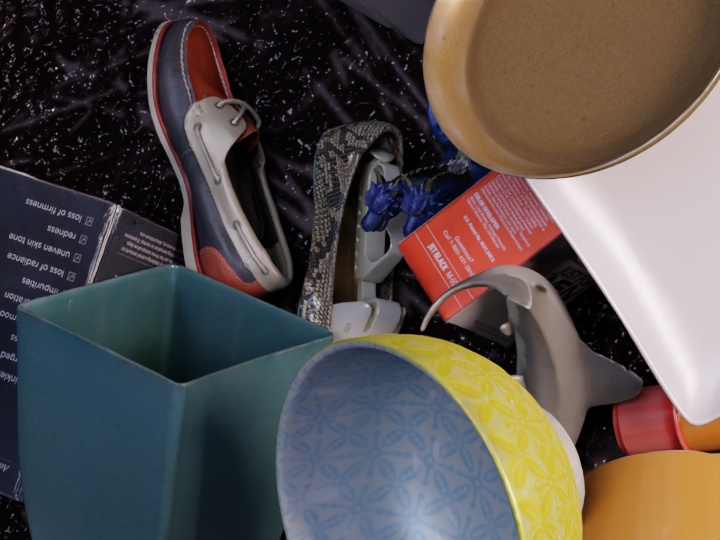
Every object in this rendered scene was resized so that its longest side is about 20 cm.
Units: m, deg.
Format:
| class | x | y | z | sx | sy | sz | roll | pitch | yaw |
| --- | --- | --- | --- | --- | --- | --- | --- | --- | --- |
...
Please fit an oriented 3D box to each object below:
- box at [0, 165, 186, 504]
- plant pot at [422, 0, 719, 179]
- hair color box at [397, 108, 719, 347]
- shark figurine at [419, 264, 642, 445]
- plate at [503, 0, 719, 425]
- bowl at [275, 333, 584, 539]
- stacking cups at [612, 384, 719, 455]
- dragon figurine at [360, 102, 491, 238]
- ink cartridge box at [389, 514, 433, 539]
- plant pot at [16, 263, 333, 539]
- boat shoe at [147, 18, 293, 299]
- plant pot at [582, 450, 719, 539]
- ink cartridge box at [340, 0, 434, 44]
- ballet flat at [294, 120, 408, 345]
| class | x | y | z | sx | sy | sz | roll | pitch | yaw |
| --- | --- | --- | --- | --- | --- | --- | --- | --- | --- |
| box | -0.238 | 0.038 | 1.470 | 0.199 | 0.124 | 0.198 | 17 | 85 | 29 |
| plant pot | 0.126 | -0.135 | 1.208 | 0.199 | 0.027 | 0.201 | -17 | 57 | 28 |
| hair color box | 0.132 | -0.042 | 1.316 | 0.200 | 0.111 | 0.064 | -39 | 67 | 14 |
| shark figurine | 0.115 | 0.049 | 1.269 | 0.089 | 0.215 | 0.128 | 16 | 54 | 28 |
| plate | 0.212 | -0.047 | 1.220 | 0.199 | 0.032 | 0.200 | -34 | 93 | 16 |
| bowl | 0.056 | 0.122 | 1.184 | 0.199 | 0.107 | 0.202 | 20 | 117 | 46 |
| stacking cups | 0.241 | 0.072 | 1.265 | 0.199 | 0.060 | 0.061 | -8 | 75 | 25 |
| dragon figurine | 0.079 | -0.091 | 1.357 | 0.059 | 0.099 | 0.201 | 34 | 88 | 29 |
| ink cartridge box | -0.004 | 0.238 | 1.313 | 0.200 | 0.117 | 0.067 | -44 | 66 | 10 |
| plant pot | -0.125 | 0.122 | 1.367 | 0.141 | 0.141 | 0.202 | 23 | 114 | 34 |
| boat shoe | -0.089 | -0.075 | 1.451 | 0.062 | 0.071 | 0.202 | -20 | 75 | 34 |
| plant pot | 0.176 | 0.206 | 1.205 | 0.199 | 0.200 | 0.185 | -10 | 59 | 23 |
| ink cartridge box | 0.009 | -0.278 | 1.410 | 0.146 | 0.146 | 0.201 | 33 | 94 | 28 |
| ballet flat | 0.000 | 0.000 | 1.391 | 0.075 | 0.068 | 0.202 | -11 | 70 | 48 |
